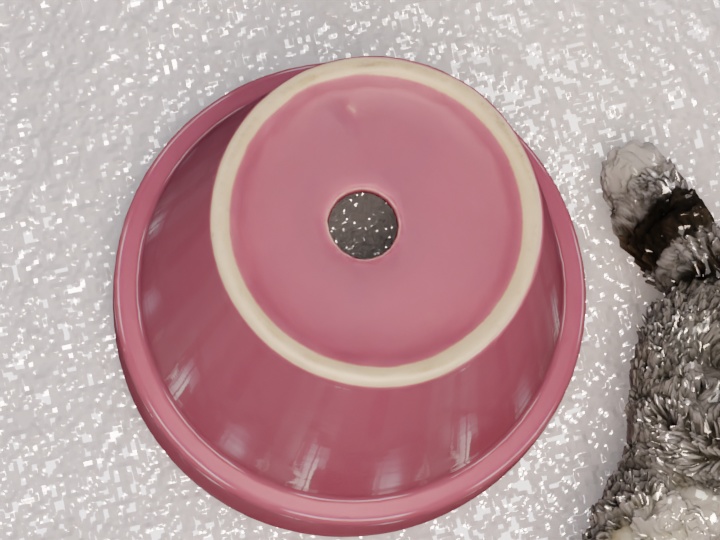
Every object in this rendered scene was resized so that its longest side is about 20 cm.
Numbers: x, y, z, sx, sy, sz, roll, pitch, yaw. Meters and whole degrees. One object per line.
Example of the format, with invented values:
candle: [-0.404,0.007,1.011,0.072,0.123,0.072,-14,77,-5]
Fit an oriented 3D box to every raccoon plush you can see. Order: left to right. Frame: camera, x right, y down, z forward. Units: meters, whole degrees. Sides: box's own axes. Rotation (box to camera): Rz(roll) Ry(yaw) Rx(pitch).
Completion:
raccoon plush: [0.113,0.059,1.197,0.133,0.097,0.200,-28,53,-8]

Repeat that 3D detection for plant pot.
plant pot: [0.000,0.000,1.172,0.199,0.179,0.201,1,78,-5]
